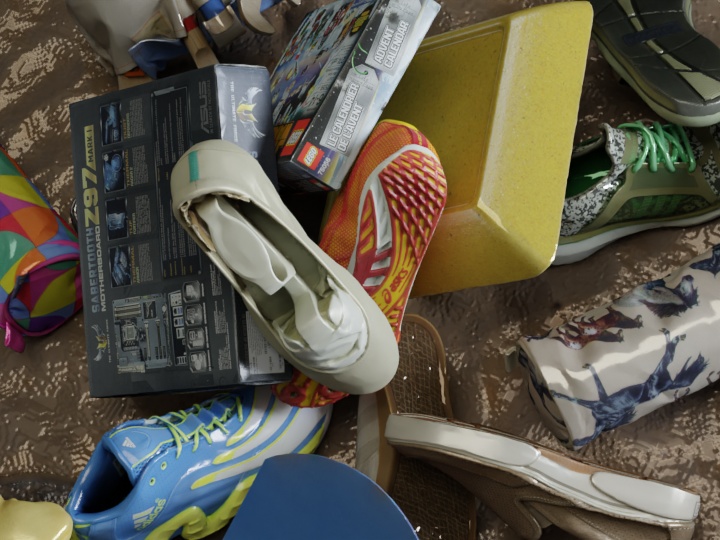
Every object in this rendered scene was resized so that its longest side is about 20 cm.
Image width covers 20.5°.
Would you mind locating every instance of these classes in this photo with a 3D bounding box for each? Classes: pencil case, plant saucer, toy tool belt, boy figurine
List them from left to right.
[{"bbox_3d":[-0.260,0.169,1.285,0.199,0.125,0.064,9,47,37],"label":"boy figurine"},{"bbox_3d":[-0.267,-0.040,1.410,0.088,0.088,0.200,-38,62,-6],"label":"pencil case"},{"bbox_3d":[-0.108,-0.199,1.442,0.199,0.125,0.123,-28,99,3],"label":"toy tool belt"},{"bbox_3d":[0.050,-0.083,1.322,0.199,0.048,0.201,-10,59,42],"label":"plant saucer"},{"bbox_3d":[0.193,0.038,1.267,0.199,0.078,0.090,-27,41,0],"label":"pencil case"}]

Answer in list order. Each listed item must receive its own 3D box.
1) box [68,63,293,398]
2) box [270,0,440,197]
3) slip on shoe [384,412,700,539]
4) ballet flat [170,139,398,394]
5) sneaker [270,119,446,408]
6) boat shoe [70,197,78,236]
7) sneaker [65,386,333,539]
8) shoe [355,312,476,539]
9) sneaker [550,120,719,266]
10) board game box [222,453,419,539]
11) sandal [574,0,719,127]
[{"bbox_3d":[-0.118,-0.021,1.280,0.157,0.051,0.201,-9,84,45],"label":"box"},{"bbox_3d":[-0.026,-0.116,1.325,0.040,0.200,0.137,31,81,-15],"label":"box"},{"bbox_3d":[0.107,0.138,1.232,0.199,0.076,0.061,17,90,-3],"label":"slip on shoe"},{"bbox_3d":[-0.044,0.011,1.187,0.069,0.200,0.070,-34,23,16],"label":"ballet flat"},{"bbox_3d":[0.000,0.000,1.264,0.200,0.073,0.077,-61,19,19],"label":"sneaker"},{"bbox_3d":[-0.126,-0.010,1.371,0.200,0.065,0.072,36,79,26],"label":"boat shoe"},{"bbox_3d":[-0.106,0.121,1.282,0.200,0.105,0.076,-40,63,-7],"label":"sneaker"},{"bbox_3d":[0.032,0.129,1.283,0.070,0.053,0.201,6,67,-20],"label":"shoe"},{"bbox_3d":[0.184,-0.069,1.312,0.199,0.089,0.077,-24,62,1],"label":"sneaker"},{"bbox_3d":[-0.024,0.215,1.237,0.158,0.039,0.201,37,109,29],"label":"board game box"},{"bbox_3d":[0.195,-0.145,1.341,0.079,0.058,0.201,-11,38,-2],"label":"sandal"}]
